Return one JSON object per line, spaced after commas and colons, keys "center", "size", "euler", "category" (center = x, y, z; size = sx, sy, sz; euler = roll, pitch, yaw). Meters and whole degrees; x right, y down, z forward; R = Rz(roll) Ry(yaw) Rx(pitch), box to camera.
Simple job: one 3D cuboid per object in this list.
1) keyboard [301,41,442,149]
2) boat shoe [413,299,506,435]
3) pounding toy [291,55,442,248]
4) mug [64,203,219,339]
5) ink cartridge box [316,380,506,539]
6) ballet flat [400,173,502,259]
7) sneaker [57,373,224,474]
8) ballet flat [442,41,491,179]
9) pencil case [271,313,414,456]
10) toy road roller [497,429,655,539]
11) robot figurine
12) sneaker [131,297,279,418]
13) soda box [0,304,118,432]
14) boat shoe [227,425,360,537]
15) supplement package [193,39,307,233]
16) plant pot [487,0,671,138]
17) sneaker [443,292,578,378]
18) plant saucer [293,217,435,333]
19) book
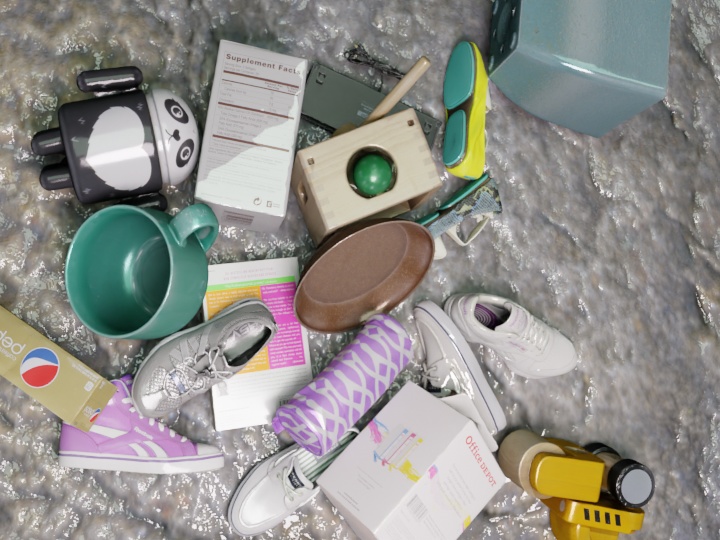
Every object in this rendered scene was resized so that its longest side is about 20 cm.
{"center": [0.019, -0.231, 1.259], "size": [0.197, 0.021, 0.129], "euler": [24, 83, -10], "category": "keyboard"}
{"center": [0.115, 0.138, 1.205], "size": [0.069, 0.071, 0.203], "euler": [-31, 96, -18], "category": "boat shoe"}
{"center": [0.010, -0.139, 1.142], "size": [0.181, 0.200, 0.145], "euler": [-22, 87, -10], "category": "pounding toy"}
{"center": [-0.242, 0.004, 1.089], "size": [0.181, 0.114, 0.156], "euler": [-1, 86, 21], "category": "mug"}
{"center": [0.072, 0.248, 1.124], "size": [0.200, 0.124, 0.130], "euler": [-44, 129, -17], "category": "ink cartridge box"}
{"center": [0.113, -0.055, 1.232], "size": [0.198, 0.074, 0.075], "euler": [-32, 90, -14], "category": "ballet flat"}
{"center": [-0.258, 0.185, 1.106], "size": [0.196, 0.073, 0.117], "euler": [8, 77, -12], "category": "sneaker"}
{"center": [0.150, -0.216, 1.266], "size": [0.066, 0.066, 0.204], "euler": [22, 62, -34], "category": "ballet flat"}
{"center": [-0.017, 0.136, 1.141], "size": [0.200, 0.084, 0.085], "euler": [-43, 134, -31], "category": "pencil case"}
{"center": [0.273, 0.300, 1.193], "size": [0.196, 0.123, 0.149], "euler": [13, 90, -12], "category": "toy road roller"}
{"center": [-0.294, -0.151, 1.116], "size": [0.196, 0.152, 0.126], "euler": [-13, 55, -14], "category": "robot figurine"}
{"center": [-0.182, 0.101, 1.078], "size": [0.199, 0.082, 0.075], "euler": [-39, 112, -15], "category": "sneaker"}
{"center": [-0.382, 0.103, 1.061], "size": [0.198, 0.068, 0.065], "euler": [31, 76, 10], "category": "soda box"}
{"center": [-0.082, 0.252, 1.139], "size": [0.199, 0.067, 0.074], "euler": [-41, 92, -15], "category": "boat shoe"}
{"center": [-0.141, -0.164, 1.160], "size": [0.115, 0.117, 0.205], "euler": [10, 79, -9], "category": "supplement package"}
{"center": [0.282, -0.315, 1.243], "size": [0.195, 0.196, 0.201], "euler": [7, 80, -11], "category": "plant pot"}
{"center": [0.207, 0.088, 1.216], "size": [0.197, 0.100, 0.076], "euler": [23, 75, -11], "category": "sneaker"}
{"center": [0.000, 0.000, 1.149], "size": [0.197, 0.202, 0.037], "euler": [-22, 55, -16], "category": "plant saucer"}
{"center": [-0.131, 0.091, 1.163], "size": [0.130, 0.048, 0.205], "euler": [-6, 85, -15], "category": "book"}
